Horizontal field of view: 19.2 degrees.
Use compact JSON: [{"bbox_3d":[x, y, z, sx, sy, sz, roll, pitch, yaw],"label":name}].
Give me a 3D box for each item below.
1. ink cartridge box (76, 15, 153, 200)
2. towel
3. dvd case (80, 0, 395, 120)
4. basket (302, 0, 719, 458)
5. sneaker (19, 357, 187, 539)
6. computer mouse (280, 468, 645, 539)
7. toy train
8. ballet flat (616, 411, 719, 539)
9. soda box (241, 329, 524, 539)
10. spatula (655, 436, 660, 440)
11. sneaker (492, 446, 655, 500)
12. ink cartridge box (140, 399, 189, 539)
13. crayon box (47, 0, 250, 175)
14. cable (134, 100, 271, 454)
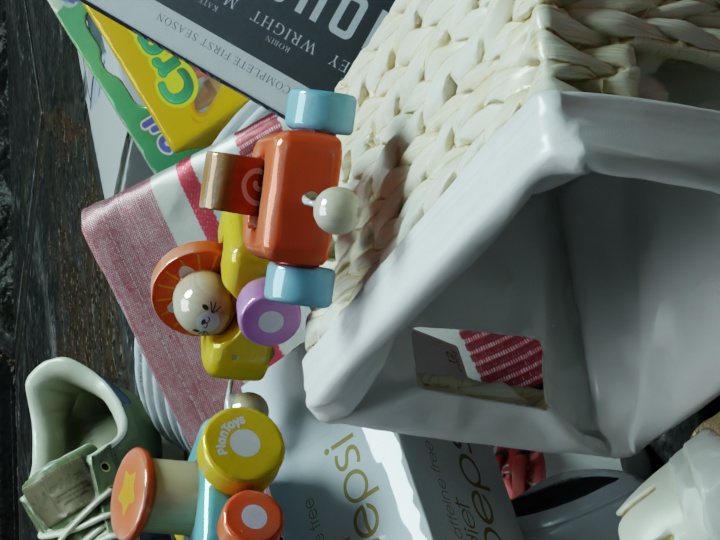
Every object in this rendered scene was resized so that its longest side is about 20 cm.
[{"bbox_3d":[-0.085,-0.128,1.239,0.086,0.145,0.201,108,153,-46],"label":"ink cartridge box"},{"bbox_3d":[0.000,0.000,0.857,0.145,0.199,0.023,64,-162,-4],"label":"towel"},{"bbox_3d":[-0.001,-0.158,0.820,0.201,0.150,0.025,-60,-11,1],"label":"dvd case"},{"bbox_3d":[0.073,-0.034,0.701,0.200,0.134,0.124,132,141,-56],"label":"basket"},{"bbox_3d":[-0.117,0.121,0.939,0.090,0.067,0.201,50,-161,-38],"label":"sneaker"},{"bbox_3d":[0.044,0.129,0.838,0.199,0.044,0.110,-26,92,43],"label":"computer mouse"},{"bbox_3d":[-0.047,0.035,0.725,0.150,0.055,0.202,-145,63,-77],"label":"toy train"},{"bbox_3d":[0.114,0.109,0.727,0.071,0.065,0.201,-110,24,-51],"label":"ballet flat"},{"bbox_3d":[0.022,0.118,0.772,0.064,0.068,0.201,-35,55,25],"label":"soda box"},{"bbox_3d":[0.106,-0.034,0.814,0.057,0.020,0.201,119,147,-51],"label":"spatula"},{"bbox_3d":[0.043,0.090,0.894,0.201,0.107,0.068,-153,62,-71],"label":"sneaker"},{"bbox_3d":[-0.062,0.173,1.037,0.146,0.084,0.201,46,-164,-37],"label":"ink cartridge box"},{"bbox_3d":[-0.059,-0.144,0.986,0.126,0.199,0.052,57,-161,3],"label":"crayon box"},{"bbox_3d":[-0.023,0.003,0.987,0.069,0.200,0.201,24,142,26],"label":"cable"}]
